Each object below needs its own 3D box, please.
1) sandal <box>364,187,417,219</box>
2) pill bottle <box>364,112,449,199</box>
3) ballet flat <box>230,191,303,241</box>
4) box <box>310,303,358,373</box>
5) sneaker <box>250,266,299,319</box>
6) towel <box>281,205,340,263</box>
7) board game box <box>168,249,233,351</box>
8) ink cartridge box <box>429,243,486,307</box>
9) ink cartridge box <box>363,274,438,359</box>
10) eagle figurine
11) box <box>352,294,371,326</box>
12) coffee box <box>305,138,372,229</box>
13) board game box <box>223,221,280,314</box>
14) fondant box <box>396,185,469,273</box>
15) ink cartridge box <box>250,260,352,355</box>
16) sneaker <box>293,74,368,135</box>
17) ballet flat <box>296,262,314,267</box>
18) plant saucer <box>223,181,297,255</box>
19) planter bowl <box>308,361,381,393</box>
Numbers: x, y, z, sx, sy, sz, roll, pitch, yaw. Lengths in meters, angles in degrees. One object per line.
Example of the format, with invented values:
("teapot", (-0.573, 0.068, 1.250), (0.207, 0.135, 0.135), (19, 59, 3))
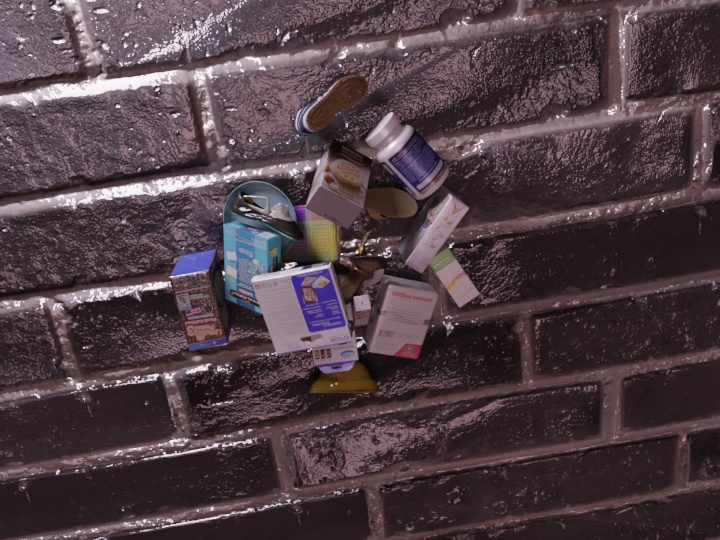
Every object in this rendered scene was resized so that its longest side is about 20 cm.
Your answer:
("sandal", (0.041, -0.166, 1.552), (0.211, 0.070, 0.078), (9, 73, 8))
("pill bottle", (0.111, -0.277, 1.482), (0.116, 0.116, 0.200), (-43, 109, 10))
("ballet flat", (-0.219, -0.135, 1.460), (0.200, 0.068, 0.069), (23, 102, 9))
("box", (-0.073, 0.169, 1.618), (0.119, 0.041, 0.201), (-7, 80, -3))
("sneaker", (-0.202, 0.059, 1.615), (0.200, 0.075, 0.088), (-23, 143, -4))
("towel", (-0.132, -0.089, 1.508), (0.200, 0.023, 0.144), (0, 96, 33))
("board game box", (-0.394, 0.071, 1.537), (0.097, 0.160, 0.201), (-10, 112, -2))
("ink cartridge box", (0.243, 0.016, 1.603), (0.067, 0.117, 0.200), (-35, 109, 8))
("ink cartridge box", (0.107, 0.124, 1.643), (0.146, 0.083, 0.201), (11, 108, -15))
("eagle figurine", (-0.007, -0.001, 1.526), (0.150, 0.200, 0.152), (-3, 113, -4))
("box", (0.002, 0.105, 1.576), (0.039, 0.200, 0.042), (-8, 74, -4))
("coffee box", (-0.048, -0.206, 1.441), (0.114, 0.200, 0.080), (26, 131, -16))
("board game box", (-0.266, -0.006, 1.501), (0.151, 0.047, 0.201), (18, 117, 31))
("fondant box", (0.177, -0.107, 1.537), (0.058, 0.144, 0.200), (30, 105, -15))
("ink cartridge box", (-0.134, 0.090, 1.440), (0.198, 0.043, 0.201), (-11, 110, 12))
("sneaker", (-0.076, -0.391, 1.455), (0.200, 0.108, 0.070), (-43, 109, -22))
("ballet flat", (-0.133, -0.037, 1.566), (0.070, 0.065, 0.201), (-24, 82, 28))
("plant saucer", (-0.246, -0.123, 1.520), (0.200, 0.027, 0.201), (5, 107, 17))
("planter bowl", (-0.043, 0.289, 1.664), (0.200, 0.200, 0.084), (0, 80, -6))
